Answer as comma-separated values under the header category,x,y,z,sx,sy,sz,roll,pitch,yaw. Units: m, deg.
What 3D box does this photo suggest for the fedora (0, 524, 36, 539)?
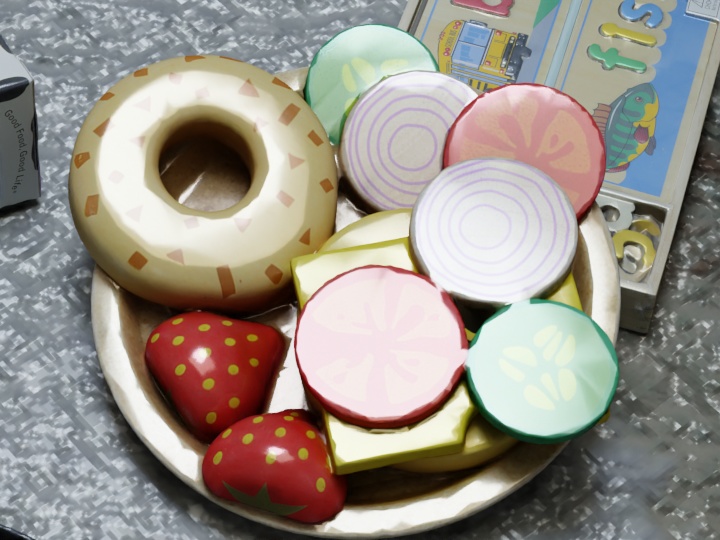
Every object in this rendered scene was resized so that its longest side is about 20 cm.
category,x,y,z,sx,sy,sz,roll,pitch,yaw
fedora,-0.163,0.133,0.684,0.200,0.092,0.201,2,51,-3

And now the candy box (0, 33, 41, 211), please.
category,x,y,z,sx,sy,sz,roll,pitch,yaw
candy box,-0.246,-0.071,0.857,0.199,0.072,0.168,-22,56,-20

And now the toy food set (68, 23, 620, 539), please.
category,x,y,z,sx,sy,sz,roll,pitch,yaw
toy food set,0.000,0.000,0.814,0.197,0.049,0.201,-11,62,-6

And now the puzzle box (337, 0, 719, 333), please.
category,x,y,z,sx,sy,sz,roll,pitch,yaw
puzzle box,0.075,-0.073,0.916,0.133,0.025,0.200,14,52,7
